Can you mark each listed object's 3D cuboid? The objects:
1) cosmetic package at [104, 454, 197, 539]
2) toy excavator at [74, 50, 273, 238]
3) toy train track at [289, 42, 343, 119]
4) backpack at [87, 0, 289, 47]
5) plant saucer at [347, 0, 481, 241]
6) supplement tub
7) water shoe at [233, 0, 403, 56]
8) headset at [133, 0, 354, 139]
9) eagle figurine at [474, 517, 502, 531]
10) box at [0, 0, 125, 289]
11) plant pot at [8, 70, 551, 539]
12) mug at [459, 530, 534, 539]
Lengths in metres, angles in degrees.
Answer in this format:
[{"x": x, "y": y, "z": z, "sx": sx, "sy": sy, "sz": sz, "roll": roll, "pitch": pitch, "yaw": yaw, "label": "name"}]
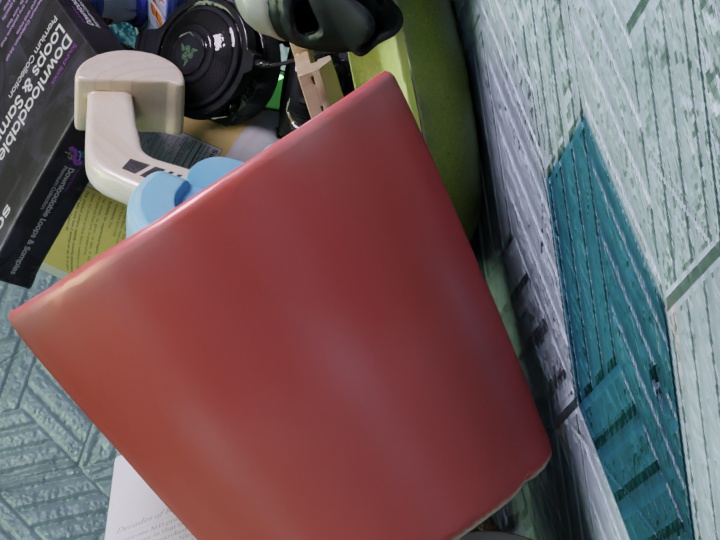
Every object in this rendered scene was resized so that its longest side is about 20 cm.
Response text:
[{"x": -0.066, "y": 0.167, "z": 1.319, "sx": 0.102, "sy": 0.074, "sz": 0.200, "roll": 59, "pitch": -164, "yaw": -29, "label": "cosmetic package"}, {"x": -0.084, "y": -0.028, "z": 1.479, "sx": 0.195, "sy": 0.199, "sz": 0.100, "roll": -55, "pitch": -21, "yaw": -46, "label": "toy excavator"}, {"x": -0.016, "y": -0.109, "z": 1.428, "sx": 0.200, "sy": 0.032, "sz": 0.115, "roll": -104, "pitch": -3, "yaw": -74, "label": "toy train track"}, {"x": -0.098, "y": -0.214, "z": 1.699, "sx": 0.190, "sy": 0.153, "sz": 0.201, "roll": -172, "pitch": 72, "yaw": -72, "label": "backpack"}, {"x": 0.023, "y": -0.092, "z": 1.369, "sx": 0.200, "sy": 0.031, "sz": 0.201, "roll": 167, "pitch": 90, "yaw": -83, "label": "plant saucer"}, {"x": -0.117, "y": -0.046, "z": 1.754, "sx": 0.146, "sy": 0.199, "sz": 0.146, "roll": -62, "pitch": -12, "yaw": -23, "label": "supplement tub"}, {"x": 0.003, "y": -0.191, "z": 1.248, "sx": 0.071, "sy": 0.079, "sz": 0.201, "roll": -24, "pitch": -51, "yaw": -62, "label": "water shoe"}, {"x": -0.052, "y": -0.092, "z": 1.592, "sx": 0.200, "sy": 0.123, "sz": 0.094, "roll": 4, "pitch": 83, "yaw": 66, "label": "headset"}, {"x": -0.016, "y": 0.164, "z": 1.497, "sx": 0.151, "sy": 0.200, "sz": 0.152, "roll": 54, "pitch": -166, "yaw": 2, "label": "eagle figurine"}, {"x": -0.201, "y": -0.104, "z": 1.667, "sx": 0.143, "sy": 0.036, "sz": 0.200, "roll": -59, "pitch": 42, "yaw": 19, "label": "box"}, {"x": -0.023, "y": 0.041, "z": 1.253, "sx": 0.178, "sy": 0.200, "sz": 0.200, "roll": 58, "pitch": 174, "yaw": -3, "label": "plant pot"}, {"x": 0.067, "y": 0.211, "z": 1.309, "sx": 0.200, "sy": 0.177, "sz": 0.134, "roll": 99, "pitch": -165, "yaw": -60, "label": "mug"}]
